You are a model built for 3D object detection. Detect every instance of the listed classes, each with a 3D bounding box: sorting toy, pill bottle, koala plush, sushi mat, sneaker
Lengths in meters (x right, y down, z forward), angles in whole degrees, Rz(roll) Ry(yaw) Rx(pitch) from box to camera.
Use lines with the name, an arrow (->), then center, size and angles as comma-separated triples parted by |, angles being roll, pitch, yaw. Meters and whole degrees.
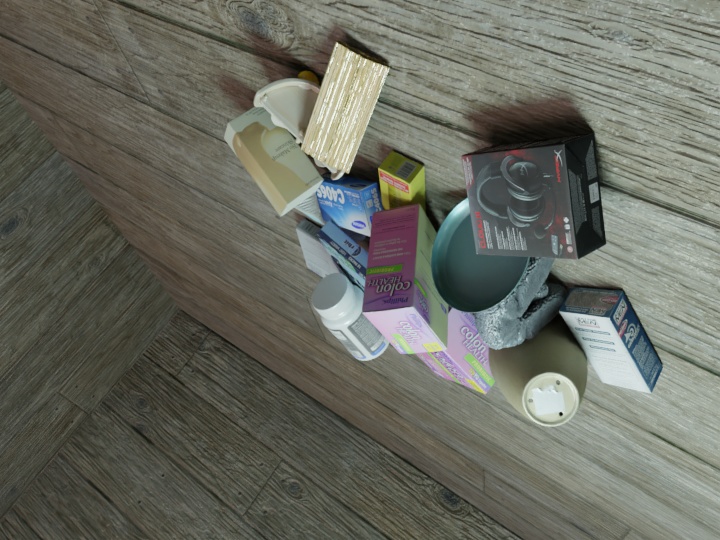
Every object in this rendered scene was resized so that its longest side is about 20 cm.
sorting toy -> -0.100, -0.260, 1.161 | 0.199, 0.107, 0.180 | 42, 165, -10
pill bottle -> -0.021, 0.103, 1.401 | 0.112, 0.115, 0.201 | 16, 154, 43
koala plush -> 0.226, 0.025, 1.114 | 0.199, 0.184, 0.179 | 34, 162, 45
sushi mat -> -0.029, -0.257, 1.010 | 0.094, 0.012, 0.202 | 26, 129, 1
sneaker -> -0.069, -0.133, 1.409 | 0.198, 0.075, 0.082 | 34, -172, -1

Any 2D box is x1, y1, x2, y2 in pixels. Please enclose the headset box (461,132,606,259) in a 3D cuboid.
headset box -> 0.231, -0.102, 0.883 | 0.198, 0.076, 0.153 | 7, 112, 52

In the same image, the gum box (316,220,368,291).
gum box -> 0.000, 0.000, 1.352 | 0.169, 0.045, 0.201 | 42, 171, 27

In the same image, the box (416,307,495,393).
box -> 0.181, 0.146, 1.309 | 0.176, 0.097, 0.199 | 45, 165, -18

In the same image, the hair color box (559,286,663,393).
hair color box -> 0.435, 0.120, 1.085 | 0.099, 0.061, 0.201 | 6, 141, 53

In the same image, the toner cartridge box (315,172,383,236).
toner cartridge box -> -0.025, -0.136, 1.260 | 0.199, 0.043, 0.097 | 23, 134, 56

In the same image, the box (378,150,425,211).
box -> 0.081, -0.129, 1.177 | 0.074, 0.050, 0.201 | 30, 156, 21

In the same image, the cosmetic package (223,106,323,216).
cosmetic package -> -0.175, -0.226, 1.267 | 0.201, 0.105, 0.071 | 52, 156, 0

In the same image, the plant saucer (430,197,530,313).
plant saucer -> 0.198, -0.029, 1.026 | 0.027, 0.205, 0.198 | 17, 176, -41

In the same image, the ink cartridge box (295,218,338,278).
ink cartridge box -> -0.069, -0.025, 1.628 | 0.197, 0.041, 0.201 | 31, 157, 19

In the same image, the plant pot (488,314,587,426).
plant pot -> 0.324, 0.190, 1.114 | 0.186, 0.189, 0.200 | 38, -164, 0

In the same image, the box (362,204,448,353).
box -> 0.089, 0.020, 1.137 | 0.095, 0.204, 0.176 | -9, 148, 24
